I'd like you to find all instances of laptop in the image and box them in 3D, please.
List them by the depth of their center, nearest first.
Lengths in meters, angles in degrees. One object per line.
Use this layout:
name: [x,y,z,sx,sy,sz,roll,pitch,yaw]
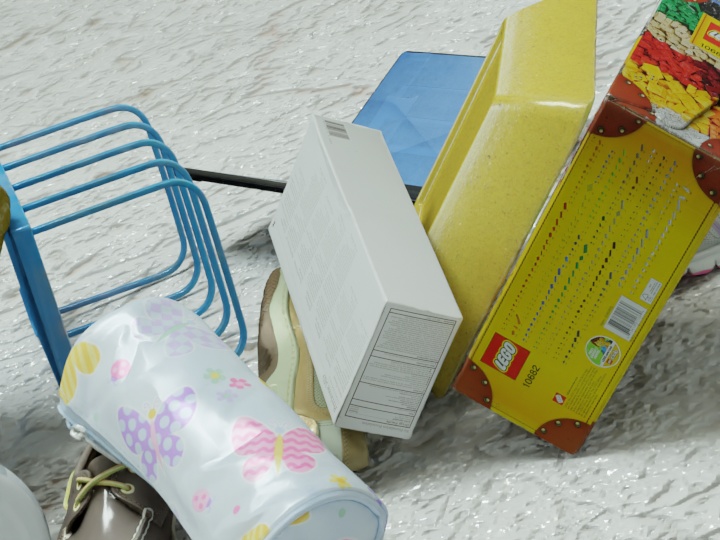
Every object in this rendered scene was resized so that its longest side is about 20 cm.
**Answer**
laptop: [0.008,-0.102,1.563,0.199,0.117,0.187,6,2,-40]

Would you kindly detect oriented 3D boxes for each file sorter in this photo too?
file sorter: [-0.162,-0.011,1.487,0.122,0.140,0.200,-19,23,-10]

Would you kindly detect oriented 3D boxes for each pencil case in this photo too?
pencil case: [-0.073,0.094,1.174,0.090,0.084,0.200,-25,44,-27]

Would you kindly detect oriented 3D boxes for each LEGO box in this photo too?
LEGO box: [0.137,-0.028,1.206,0.077,0.201,0.149,28,35,4]

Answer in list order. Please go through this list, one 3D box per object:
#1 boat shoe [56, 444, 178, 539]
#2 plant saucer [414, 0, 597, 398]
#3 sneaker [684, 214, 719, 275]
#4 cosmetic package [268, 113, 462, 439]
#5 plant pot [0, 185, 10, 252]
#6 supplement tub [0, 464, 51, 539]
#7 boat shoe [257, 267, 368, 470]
boat shoe: [-0.129,0.123,1.255,0.071,0.060,0.200,-11,24,17]
plant saucer: [0.073,-0.056,1.336,0.048,0.201,0.200,24,25,-5]
sneaker: [0.210,-0.065,1.365,0.199,0.089,0.081,-29,25,-20]
cosmetic package: [0.000,0.000,1.287,0.050,0.083,0.200,13,29,-22]
plant pot: [-0.314,-0.015,1.319,0.198,0.196,0.196,10,-12,6]
supplement tub: [-0.260,0.139,1.245,0.122,0.123,0.200,-31,26,-25]
boat shoe: [-0.020,0.062,1.314,0.076,0.072,0.200,-3,32,1]
